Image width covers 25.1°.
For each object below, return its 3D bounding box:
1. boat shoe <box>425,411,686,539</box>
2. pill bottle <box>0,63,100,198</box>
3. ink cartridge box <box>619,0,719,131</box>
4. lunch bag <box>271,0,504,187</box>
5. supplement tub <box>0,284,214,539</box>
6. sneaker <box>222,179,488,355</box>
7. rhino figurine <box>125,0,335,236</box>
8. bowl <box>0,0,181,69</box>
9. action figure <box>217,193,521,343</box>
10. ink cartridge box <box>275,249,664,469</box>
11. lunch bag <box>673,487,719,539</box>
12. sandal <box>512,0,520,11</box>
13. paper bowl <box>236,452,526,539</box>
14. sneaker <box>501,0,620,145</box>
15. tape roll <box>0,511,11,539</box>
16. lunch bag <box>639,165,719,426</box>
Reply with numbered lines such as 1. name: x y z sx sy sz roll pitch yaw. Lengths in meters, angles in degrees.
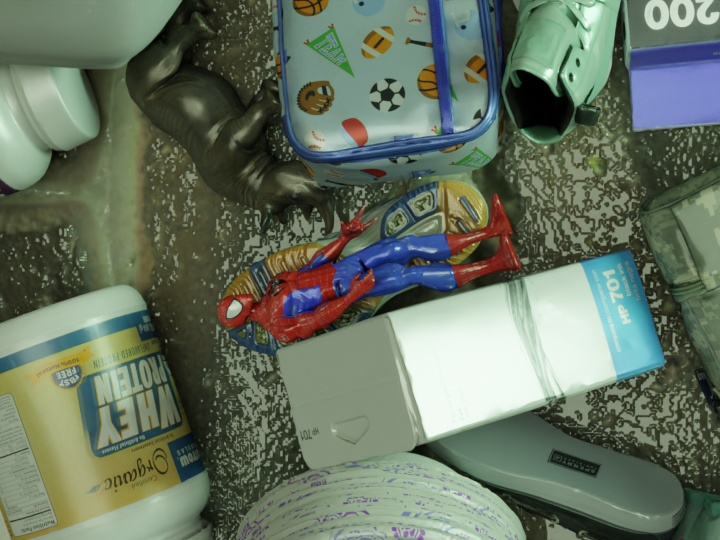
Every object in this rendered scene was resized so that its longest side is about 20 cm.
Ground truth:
1. boat shoe: 0.127 0.144 1.127 0.200 0.069 0.057 21 135 20
2. pill bottle: -0.294 -0.097 1.163 0.200 0.112 0.112 -21 89 10
3. ink cartridge box: 0.275 -0.201 1.099 0.198 0.043 0.200 -5 93 9
4. lunch bag: 0.023 -0.160 1.102 0.160 0.076 0.200 -8 70 11
5. supplement tub: -0.191 0.124 1.139 0.144 0.145 0.200 -21 89 10
6. sneaker: 0.000 0.000 1.130 0.200 0.088 0.075 -24 93 8
7. rhino figurine: -0.088 -0.099 1.155 0.087 0.060 0.200 -43 88 16
8. bowl: -0.207 -0.203 1.117 0.200 0.200 0.075 4 125 10
9. action figure: 0.000 0.001 1.055 0.200 0.065 0.052 -19 133 10
10. ink cartridge box: 0.070 0.057 1.043 0.200 0.146 0.086 -12 85 -34
11. lunch bag: 0.303 0.248 1.075 0.200 0.122 0.171 14 87 -2
12. sandal: 0.141 -0.263 1.091 0.082 0.050 0.203 19 125 7
13. paper bowl: 0.014 0.200 1.100 0.200 0.104 0.201 1 134 1
14. sneaker: 0.133 -0.179 1.044 0.074 0.118 0.201 7 124 18
15. tape roll: -0.338 0.209 1.187 0.202 0.037 0.203 -2 100 -10
16. lunch bag: 0.295 -0.004 1.054 0.200 0.139 0.168 -25 88 10
